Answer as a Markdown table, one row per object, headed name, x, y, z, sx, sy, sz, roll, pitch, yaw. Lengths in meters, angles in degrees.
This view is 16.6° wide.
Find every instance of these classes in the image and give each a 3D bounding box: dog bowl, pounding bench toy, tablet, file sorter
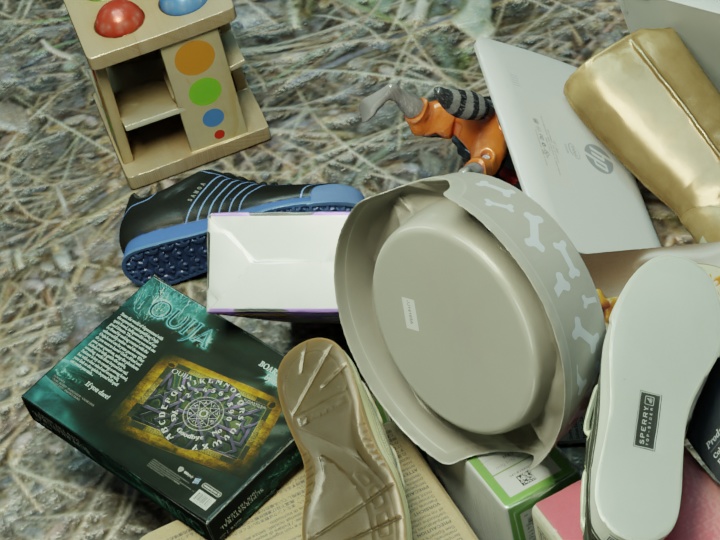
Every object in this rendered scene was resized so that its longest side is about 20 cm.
| name | x | y | z | sx | sy | sz | roll | pitch | yaw |
| --- | --- | --- | --- | --- | --- | --- | --- | --- | --- |
| dog bowl | 0.072 | 0.029 | 1.548 | 0.059 | 0.201 | 0.200 | -27 | 42 | -36 |
| pounding bench toy | -0.174 | -0.202 | 2.034 | 0.124 | 0.156 | 0.200 | -20 | 42 | -6 |
| tablet | 0.158 | -0.084 | 1.827 | 0.130 | 0.014 | 0.201 | 14 | 46 | -36 |
| file sorter | 0.321 | -0.198 | 1.889 | 0.199 | 0.139 | 0.125 | 19 | 65 | 31 |

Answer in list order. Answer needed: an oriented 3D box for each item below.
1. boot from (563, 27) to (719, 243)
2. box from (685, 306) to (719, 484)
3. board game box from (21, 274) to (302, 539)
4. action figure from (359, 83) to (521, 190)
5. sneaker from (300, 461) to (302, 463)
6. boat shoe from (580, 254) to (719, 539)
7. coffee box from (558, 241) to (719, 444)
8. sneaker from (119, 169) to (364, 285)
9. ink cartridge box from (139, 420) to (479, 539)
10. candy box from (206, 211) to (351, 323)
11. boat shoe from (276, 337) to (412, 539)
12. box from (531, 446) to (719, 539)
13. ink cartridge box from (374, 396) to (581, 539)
| name | x | y | z | sx | sy | sz | roll | pitch | yaw |
| --- | --- | --- | --- | --- | --- | --- | --- | --- | --- |
| boot | 0.276 | -0.106 | 1.824 | 0.175 | 0.066 | 0.200 | -29 | 67 | -14 |
| box | 0.322 | 0.116 | 1.515 | 0.124 | 0.199 | 0.197 | -53 | 40 | 21 |
| board game box | -0.121 | 0.091 | 1.689 | 0.200 | 0.028 | 0.135 | 30 | 63 | 38 |
| action figure | 0.124 | -0.094 | 1.865 | 0.193 | 0.105 | 0.200 | -12 | 39 | -42 |
| sneaker | -0.081 | 0.096 | 1.765 | 0.200 | 0.081 | 0.074 | 27 | 28 | 36 |
| boat shoe | 0.167 | 0.084 | 1.492 | 0.070 | 0.064 | 0.201 | 20 | 61 | -4 |
| coffee box | 0.190 | 0.051 | 1.723 | 0.199 | 0.080 | 0.115 | -5 | 43 | 11 |
| sneaker | -0.092 | -0.047 | 1.912 | 0.199 | 0.070 | 0.078 | -10 | 49 | 6 |
| ink cartridge box | -0.024 | 0.209 | 1.620 | 0.199 | 0.075 | 0.165 | -24 | 45 | -10 |
| candy box | 0.000 | 0.000 | 1.748 | 0.167 | 0.200 | 0.072 | 0 | 87 | 15 |
| boat shoe | -0.002 | 0.141 | 1.578 | 0.072 | 0.065 | 0.201 | -24 | 61 | 14 |
| box | 0.204 | 0.221 | 1.505 | 0.109 | 0.128 | 0.200 | -26 | 44 | -13 |
| ink cartridge box | 0.079 | 0.122 | 1.661 | 0.059 | 0.104 | 0.200 | -27 | 43 | -14 |
